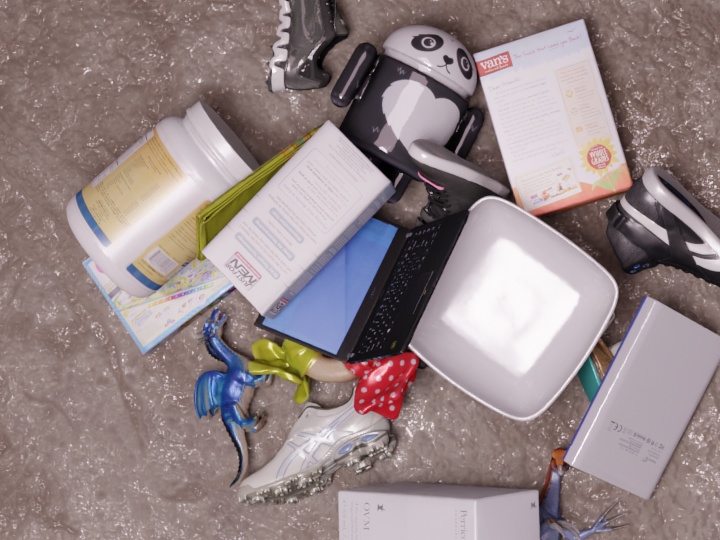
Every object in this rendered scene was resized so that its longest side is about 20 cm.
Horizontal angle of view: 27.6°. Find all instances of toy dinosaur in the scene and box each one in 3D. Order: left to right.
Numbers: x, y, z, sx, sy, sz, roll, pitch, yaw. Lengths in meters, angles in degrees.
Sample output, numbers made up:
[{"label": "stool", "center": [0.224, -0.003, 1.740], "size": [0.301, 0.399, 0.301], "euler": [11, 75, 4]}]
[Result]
[{"label": "toy dinosaur", "center": [0.198, 0.297, 1.649], "size": [0.198, 0.105, 0.183], "euler": [-13, 67, 18]}]

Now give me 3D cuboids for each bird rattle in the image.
[{"label": "bird rattle", "center": [-0.025, 0.079, 1.647], "size": [0.198, 0.112, 0.165], "euler": [2, 83, 31]}]

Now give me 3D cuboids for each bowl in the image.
[{"label": "bowl", "center": [0.162, 0.042, 1.606], "size": [0.199, 0.075, 0.201], "euler": [35, 96, 6]}]

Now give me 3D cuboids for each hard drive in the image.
[{"label": "hard drive", "center": [0.318, 0.143, 1.626], "size": [0.131, 0.025, 0.201], "euler": [26, 92, -32]}]

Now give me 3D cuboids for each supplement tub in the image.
[{"label": "supplement tub", "center": [-0.218, -0.082, 1.660], "size": [0.200, 0.145, 0.145], "euler": [-39, 83, 5]}]

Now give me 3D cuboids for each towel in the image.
[{"label": "towel", "center": [-0.103, -0.087, 1.630], "size": [0.199, 0.086, 0.018], "euler": [-38, 65, -26]}]

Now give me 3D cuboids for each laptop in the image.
[{"label": "laptop", "center": [0.000, 0.000, 1.588], "size": [0.103, 0.200, 0.178], "euler": [33, 69, -18]}]

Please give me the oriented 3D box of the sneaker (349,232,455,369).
[{"label": "sneaker", "center": [0.031, 0.031, 1.688], "size": [0.084, 0.077, 0.200], "euler": [-42, 81, 1]}]

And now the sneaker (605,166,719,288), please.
[{"label": "sneaker", "center": [0.360, -0.017, 1.651], "size": [0.200, 0.073, 0.112], "euler": [43, 121, -8]}]

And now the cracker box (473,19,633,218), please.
[{"label": "cracker box", "center": [0.220, -0.169, 1.676], "size": [0.133, 0.058, 0.202], "euler": [-16, 86, 7]}]

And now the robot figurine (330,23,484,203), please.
[{"label": "robot figurine", "center": [0.052, -0.180, 1.667], "size": [0.124, 0.150, 0.201], "euler": [29, 93, 29]}]

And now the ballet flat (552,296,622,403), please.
[{"label": "ballet flat", "center": [0.264, 0.077, 1.664], "size": [0.072, 0.068, 0.201], "euler": [-27, 80, -13]}]

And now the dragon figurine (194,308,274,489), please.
[{"label": "dragon figurine", "center": [-0.159, 0.149, 1.719], "size": [0.098, 0.059, 0.202], "euler": [9, 86, 10]}]

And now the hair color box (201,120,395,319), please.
[{"label": "hair color box", "center": [-0.066, -0.054, 1.594], "size": [0.099, 0.061, 0.200], "euler": [44, 90, 10]}]

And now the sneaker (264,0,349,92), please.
[{"label": "sneaker", "center": [-0.054, -0.305, 1.722], "size": [0.089, 0.066, 0.202], "euler": [9, 93, 6]}]

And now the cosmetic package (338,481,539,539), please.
[{"label": "cosmetic package", "center": [0.086, 0.340, 1.600], "size": [0.199, 0.122, 0.202], "euler": [-4, 86, 40]}]

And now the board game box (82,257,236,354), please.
[{"label": "board game box", "center": [-0.214, -0.013, 1.748], "size": [0.199, 0.034, 0.135], "euler": [-36, 83, 6]}]

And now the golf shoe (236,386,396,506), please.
[{"label": "golf shoe", "center": [-0.060, 0.207, 1.707], "size": [0.198, 0.078, 0.098], "euler": [-24, 67, 1]}]

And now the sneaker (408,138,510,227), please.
[{"label": "sneaker", "center": [0.093, -0.079, 1.628], "size": [0.071, 0.200, 0.100], "euler": [39, 100, 29]}]
